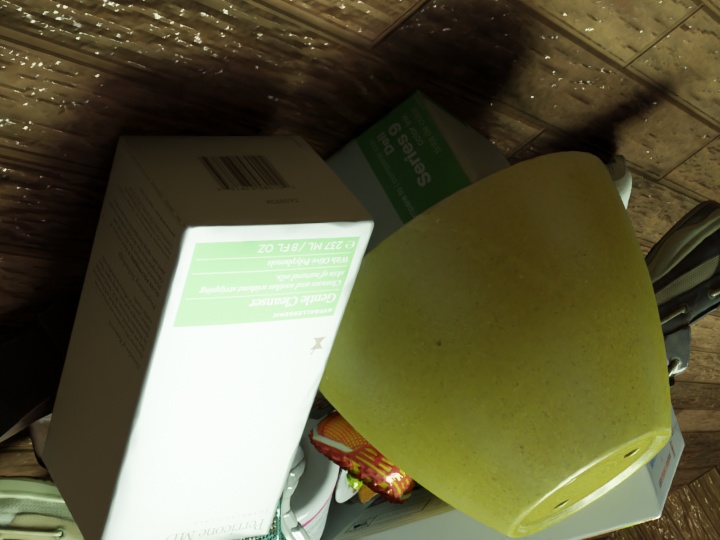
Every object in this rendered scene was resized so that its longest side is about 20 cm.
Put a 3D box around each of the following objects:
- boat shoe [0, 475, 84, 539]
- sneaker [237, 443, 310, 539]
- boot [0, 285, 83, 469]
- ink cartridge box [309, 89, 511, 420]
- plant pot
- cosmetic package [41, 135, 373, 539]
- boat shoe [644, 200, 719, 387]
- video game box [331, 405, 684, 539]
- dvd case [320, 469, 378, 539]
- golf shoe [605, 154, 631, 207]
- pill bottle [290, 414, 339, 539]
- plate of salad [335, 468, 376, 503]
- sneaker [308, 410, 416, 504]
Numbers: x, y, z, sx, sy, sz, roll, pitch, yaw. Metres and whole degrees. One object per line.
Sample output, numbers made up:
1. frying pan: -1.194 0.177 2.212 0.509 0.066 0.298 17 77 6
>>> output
1. boat shoe: -0.201 0.161 0.975 0.199 0.064 0.073 3 166 -22
2. sneaker: -0.080 0.177 1.001 0.201 0.077 0.092 85 26 -49
3. boot: -0.195 0.089 0.909 0.185 0.065 0.200 -25 165 -11
4. ink cartridge box: 0.000 0.000 0.929 0.199 0.088 0.145 -38 159 15
5. plant pot: 0.085 0.055 0.846 0.199 0.143 0.200 -27 159 -12
6. cosmetic package: -0.081 0.038 0.788 0.107 0.085 0.201 -5 126 -33
7. boat shoe: 0.184 0.041 1.029 0.200 0.073 0.075 -43 169 -8
8. video game box: 0.097 0.140 0.995 0.198 0.047 0.182 -19 -177 18
9. dvd case: -0.011 0.207 1.265 0.199 0.144 0.018 -16 140 38
10. golf shoe: 0.168 -0.007 1.149 0.078 0.098 0.200 -24 159 -15
11. pill bottle: -0.078 0.166 1.183 0.113 0.114 0.200 -25 160 -16
12. plate of salad: 0.043 0.091 1.179 0.201 0.048 0.200 -54 166 -20
13. sneaker: 0.016 0.095 0.996 0.077 0.073 0.200 -54 179 4
